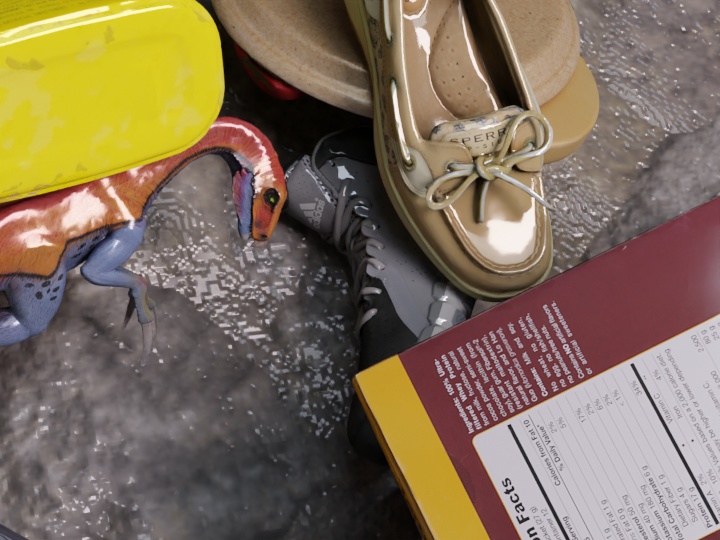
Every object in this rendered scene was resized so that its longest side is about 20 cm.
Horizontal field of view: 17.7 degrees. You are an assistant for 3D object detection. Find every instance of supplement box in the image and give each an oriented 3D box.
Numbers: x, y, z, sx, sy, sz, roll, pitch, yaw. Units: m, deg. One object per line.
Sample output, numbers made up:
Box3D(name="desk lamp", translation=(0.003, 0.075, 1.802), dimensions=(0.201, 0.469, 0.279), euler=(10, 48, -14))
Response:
Box3D(name="supplement box", translation=(0.122, 0.084, 0.988), dimensions=(0.200, 0.197, 0.133), euler=(-26, 71, -2))

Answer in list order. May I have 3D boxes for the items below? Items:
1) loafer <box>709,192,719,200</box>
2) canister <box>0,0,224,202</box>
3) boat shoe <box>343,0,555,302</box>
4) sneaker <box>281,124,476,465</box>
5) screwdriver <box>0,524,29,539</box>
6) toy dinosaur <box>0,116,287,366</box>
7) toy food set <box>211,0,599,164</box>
Box3D(name="loafer", translation=(0.188, 0.058, 1.135), dimensions=(0.070, 0.070, 0.200), euler=(8, 69, -7))
Box3D(name="canister", translation=(-0.165, -0.110, 1.046), dimensions=(0.148, 0.087, 0.200), euler=(-17, 31, -22))
Box3D(name="boat shoe", translation=(0.041, -0.082, 1.059), dimensions=(0.073, 0.063, 0.200), euler=(-21, 88, -18))
Box3D(name="sneaker", translation=(0.000, 0.000, 1.114), dimensions=(0.115, 0.075, 0.200), euler=(24, 48, 2))
Box3D(name="screwdriver", translation=(-0.108, 0.159, 1.015), dimensions=(0.200, 0.029, 0.028), euler=(33, 58, -1))
Box3D(name="toy dinosaur", translation=(-0.124, -0.011, 1.030), dimensions=(0.181, 0.200, 0.105), euler=(-36, 81, 8))
Box3D(name="toy food set", translation=(0.019, -0.131, 1.170), dimensions=(0.200, 0.049, 0.198), euler=(2, 42, -15))
